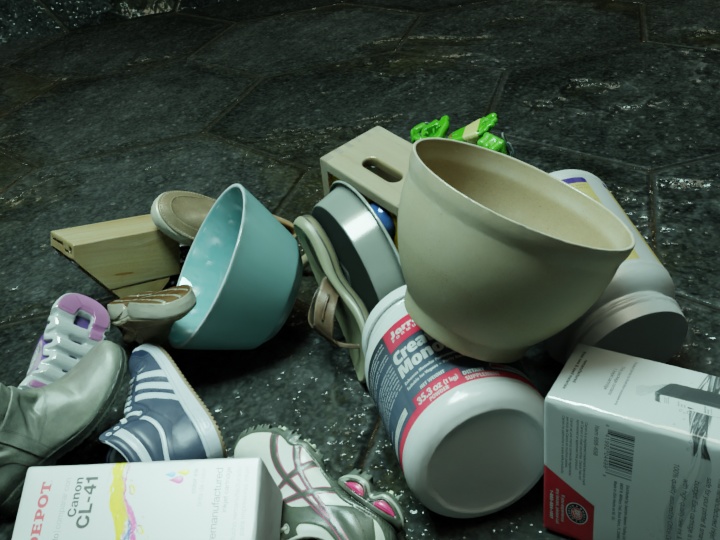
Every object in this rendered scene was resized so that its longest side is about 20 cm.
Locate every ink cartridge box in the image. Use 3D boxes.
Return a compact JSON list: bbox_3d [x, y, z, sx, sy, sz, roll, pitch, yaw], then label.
[{"bbox_3d":[-0.167,0.232,0.636,0.196,0.086,0.150,-3,56,5],"label":"ink cartridge box"},{"bbox_3d":[0.251,0.159,0.644,0.197,0.147,0.084,13,36,31],"label":"ink cartridge box"}]

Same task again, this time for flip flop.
[{"bbox_3d":[-0.037,0.034,0.907,0.057,0.203,0.081,-22,-10,-19],"label":"flip flop"}]

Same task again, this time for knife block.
[{"bbox_3d":[-0.281,-0.043,1.080,0.063,0.200,0.177,21,70,40],"label":"knife block"}]

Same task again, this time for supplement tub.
[{"bbox_3d":[0.237,0.009,0.861,0.143,0.147,0.202,-13,50,-10],"label":"supplement tub"},{"bbox_3d":[0.082,0.113,0.764,0.138,0.143,0.201,-13,31,-9],"label":"supplement tub"}]

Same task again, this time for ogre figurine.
[{"bbox_3d":[0.136,-0.125,1.017,0.198,0.121,0.098,2,41,50],"label":"ogre figurine"}]

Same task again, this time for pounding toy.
[{"bbox_3d":[0.013,-0.056,1.036,0.141,0.186,0.199,-32,48,-28],"label":"pounding toy"}]

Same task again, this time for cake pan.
[{"bbox_3d":[0.000,0.000,0.915,0.036,0.203,0.200,-26,34,-15],"label":"cake pan"}]

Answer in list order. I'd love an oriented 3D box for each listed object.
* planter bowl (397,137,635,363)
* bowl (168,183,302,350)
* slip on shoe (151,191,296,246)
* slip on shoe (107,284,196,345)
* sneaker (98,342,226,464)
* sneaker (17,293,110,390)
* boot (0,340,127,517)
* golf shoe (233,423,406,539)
[{"bbox_3d":[0.114,-0.009,0.699,0.197,0.137,0.201,17,23,-8],"label":"planter bowl"},{"bbox_3d":[-0.139,0.012,0.964,0.104,0.203,0.202,24,21,-24],"label":"bowl"},{"bbox_3d":[-0.174,-0.062,1.076,0.197,0.060,0.077,23,50,-28],"label":"slip on shoe"},{"bbox_3d":[-0.238,0.058,0.937,0.075,0.062,0.198,-19,7,-36],"label":"slip on shoe"},{"bbox_3d":[-0.228,0.150,0.843,0.107,0.071,0.199,-23,37,-27],"label":"sneaker"},{"bbox_3d":[-0.341,0.128,0.910,0.080,0.088,0.203,28,45,-23],"label":"sneaker"},{"bbox_3d":[-0.323,0.126,0.782,0.067,0.131,0.201,13,61,46],"label":"boot"},{"bbox_3d":[-0.054,0.202,0.716,0.198,0.078,0.088,18,46,37],"label":"golf shoe"}]
